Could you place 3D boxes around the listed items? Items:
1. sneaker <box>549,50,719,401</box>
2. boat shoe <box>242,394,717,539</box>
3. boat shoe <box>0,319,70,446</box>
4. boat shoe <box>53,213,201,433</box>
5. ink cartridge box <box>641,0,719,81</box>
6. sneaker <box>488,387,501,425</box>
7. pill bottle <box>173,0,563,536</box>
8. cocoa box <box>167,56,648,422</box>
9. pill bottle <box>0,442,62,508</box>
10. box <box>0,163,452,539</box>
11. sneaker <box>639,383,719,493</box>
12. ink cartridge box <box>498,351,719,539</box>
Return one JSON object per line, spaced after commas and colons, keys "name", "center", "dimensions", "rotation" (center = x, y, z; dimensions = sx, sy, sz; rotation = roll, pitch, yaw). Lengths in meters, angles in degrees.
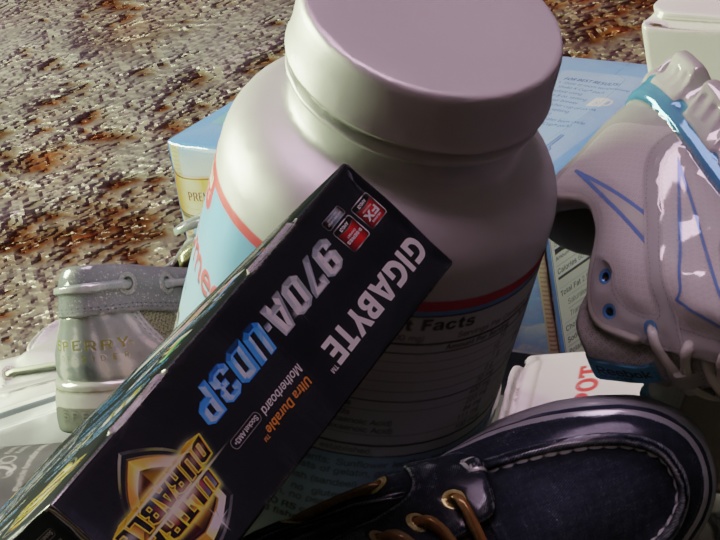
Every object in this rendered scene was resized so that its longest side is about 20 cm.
{"name": "sneaker", "center": [0.116, 0.019, 0.840], "dimensions": [0.086, 0.075, 0.200], "rotation": [-35, 42, -1]}
{"name": "boat shoe", "center": [0.018, 0.095, 0.817], "dimensions": [0.199, 0.071, 0.091], "rotation": [-22, 1, -3]}
{"name": "boat shoe", "center": [-0.118, 0.050, 1.141], "dimensions": [0.199, 0.074, 0.067], "rotation": [-16, 64, 5]}
{"name": "boat shoe", "center": [-0.056, 0.009, 1.047], "dimensions": [0.074, 0.065, 0.202], "rotation": [-3, 12, 26]}
{"name": "ink cartridge box", "center": [0.187, -0.032, 1.078], "dimensions": [0.084, 0.201, 0.145], "rotation": [5, 29, 31]}
{"name": "sneaker", "center": [-0.022, 0.091, 1.053], "dimensions": [0.080, 0.089, 0.200], "rotation": [-1, -8, -37]}
{"name": "pill bottle", "center": [0.000, 0.000, 0.878], "dimensions": [0.108, 0.201, 0.109], "rotation": [10, 38, -8]}
{"name": "cocoa box", "center": [0.039, -0.013, 1.184], "dimensions": [0.199, 0.132, 0.133], "rotation": [9, 31, 37]}
{"name": "pill bottle", "center": [-0.144, 0.122, 0.986], "dimensions": [0.199, 0.116, 0.116], "rotation": [-5, 25, 14]}
{"name": "box", "center": [-0.074, 0.072, 0.788], "dimensions": [0.200, 0.046, 0.159], "rotation": [-43, 5, 45]}
{"name": "sneaker", "center": [0.188, 0.032, 0.884], "dimensions": [0.199, 0.077, 0.081], "rotation": [-11, 16, -2]}
{"name": "ink cartridge box", "center": [0.148, 0.090, 0.973], "dimensions": [0.199, 0.085, 0.146], "rotation": [-3, 25, 13]}
